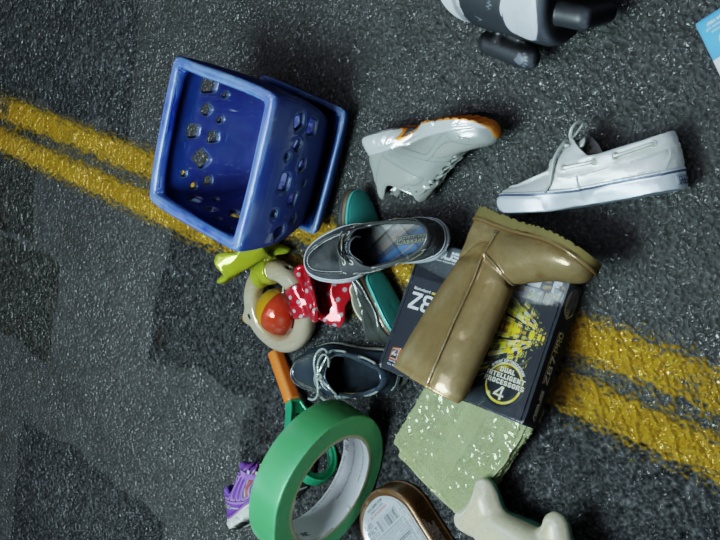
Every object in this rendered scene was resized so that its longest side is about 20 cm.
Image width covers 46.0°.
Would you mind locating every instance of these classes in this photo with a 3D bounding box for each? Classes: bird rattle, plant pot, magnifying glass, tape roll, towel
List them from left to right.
[{"bbox_3d":[-0.137,-0.154,1.113,0.198,0.178,0.203,28,112,35],"label":"plant pot"},{"bbox_3d":[-0.102,0.037,1.181,0.198,0.112,0.165,28,124,21],"label":"bird rattle"},{"bbox_3d":[-0.088,0.202,1.184,0.022,0.079,0.202,-43,57,38],"label":"magnifying glass"},{"bbox_3d":[-0.052,0.264,1.067,0.048,0.199,0.204,25,110,34],"label":"tape roll"},{"bbox_3d":[0.126,0.190,1.017,0.148,0.036,0.202,42,120,31],"label":"towel"}]

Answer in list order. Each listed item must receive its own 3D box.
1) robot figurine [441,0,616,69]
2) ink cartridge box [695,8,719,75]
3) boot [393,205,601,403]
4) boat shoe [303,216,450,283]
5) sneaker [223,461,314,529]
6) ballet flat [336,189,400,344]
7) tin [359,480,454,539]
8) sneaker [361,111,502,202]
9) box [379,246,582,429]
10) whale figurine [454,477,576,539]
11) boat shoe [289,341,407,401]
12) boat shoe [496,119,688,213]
[{"bbox_3d":[0.170,-0.306,0.878,0.198,0.124,0.152,28,88,35],"label":"robot figurine"},{"bbox_3d":[0.393,-0.155,0.736,0.114,0.067,0.203,-30,75,38],"label":"ink cartridge box"},{"bbox_3d":[0.142,0.049,0.895,0.174,0.066,0.202,27,89,50],"label":"boot"},{"bbox_3d":[0.007,-0.026,1.003,0.197,0.066,0.071,-6,84,29],"label":"boat shoe"},{"bbox_3d":[-0.146,0.309,1.234,0.200,0.080,0.084,-40,64,36],"label":"sneaker"},{"bbox_3d":[0.000,0.000,1.088,0.068,0.067,0.203,-24,78,47],"label":"ballet flat"},{"bbox_3d":[0.071,0.367,1.081,0.201,0.042,0.112,54,128,23],"label":"tin"},{"bbox_3d":[0.089,-0.131,1.003,0.198,0.075,0.094,-3,100,48],"label":"sneaker"},{"bbox_3d":[0.133,0.067,0.962,0.198,0.049,0.164,18,83,38],"label":"box"},{"bbox_3d":[0.191,0.323,0.939,0.200,0.103,0.161,46,121,38],"label":"whale figurine"},{"bbox_3d":[-0.028,0.137,1.125,0.198,0.061,0.076,0,97,41],"label":"boat shoe"},{"bbox_3d":[0.230,-0.110,0.875,0.200,0.074,0.088,-8,90,38],"label":"boat shoe"}]
